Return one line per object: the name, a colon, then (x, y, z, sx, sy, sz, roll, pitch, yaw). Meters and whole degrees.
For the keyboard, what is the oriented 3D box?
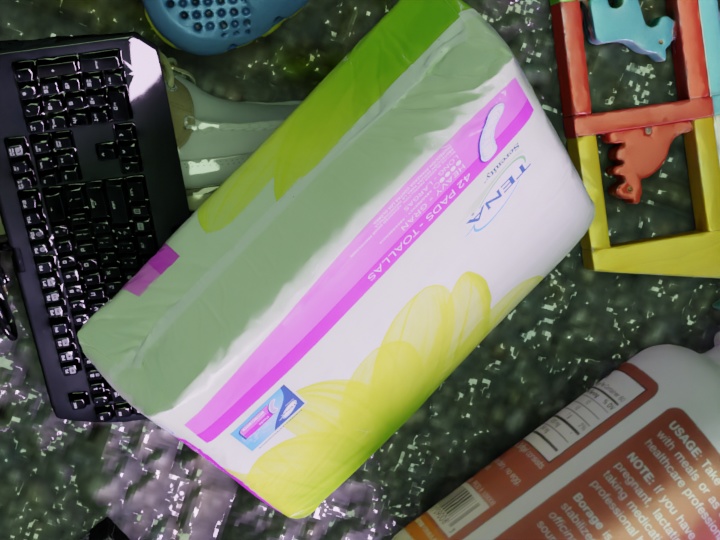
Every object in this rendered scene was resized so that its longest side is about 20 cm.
keyboard: (-0.119, -0.002, 0.751, 0.104, 0.040, 0.200, -5, 130, 2)

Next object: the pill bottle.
pill bottle: (0.121, 0.105, 0.807, 0.200, 0.112, 0.112, -36, 97, -4)

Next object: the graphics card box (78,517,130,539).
graphics card box: (-0.146, 0.219, 0.809, 0.200, 0.051, 0.125, -41, 97, -3)

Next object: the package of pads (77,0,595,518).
package of pads: (0.000, 0.000, 0.767, 0.200, 0.155, 0.068, -45, 60, -2)

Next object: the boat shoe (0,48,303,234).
boat shoe: (-0.095, -0.060, 0.787, 0.200, 0.075, 0.068, -8, 100, -6)

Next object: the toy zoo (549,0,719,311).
toy zoo: (0.157, -0.077, 0.847, 0.131, 0.020, 0.200, -8, 94, -7)

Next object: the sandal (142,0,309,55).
sandal: (-0.014, -0.170, 0.786, 0.200, 0.087, 0.079, -45, 100, -1)
